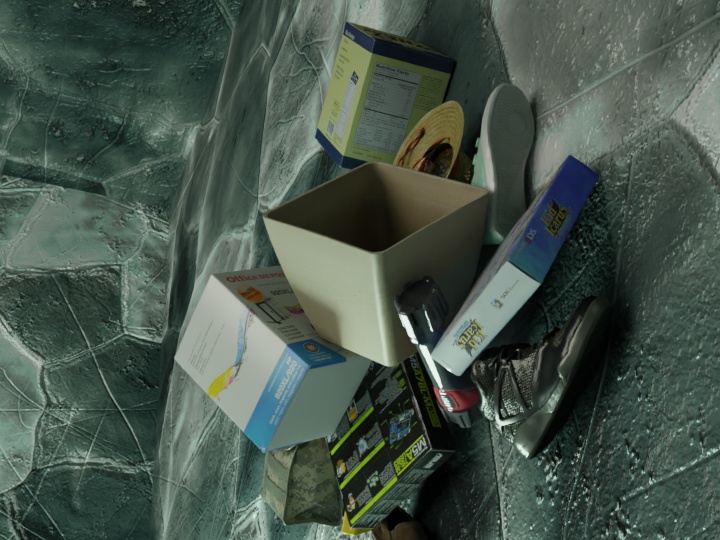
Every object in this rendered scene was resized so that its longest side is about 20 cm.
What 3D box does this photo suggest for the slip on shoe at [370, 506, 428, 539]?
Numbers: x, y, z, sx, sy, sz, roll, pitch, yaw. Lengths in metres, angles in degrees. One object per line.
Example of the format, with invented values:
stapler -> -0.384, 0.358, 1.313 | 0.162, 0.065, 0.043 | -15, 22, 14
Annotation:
slip on shoe -> 0.060, 0.352, 1.380 | 0.200, 0.076, 0.061 | -162, 81, -79

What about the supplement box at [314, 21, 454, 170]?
supplement box -> 0.032, -0.269, 1.714 | 0.200, 0.134, 0.201 | -125, 49, -65

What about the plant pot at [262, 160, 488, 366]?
plant pot -> 0.026, -0.003, 1.319 | 0.199, 0.199, 0.178 | 20, 128, 41

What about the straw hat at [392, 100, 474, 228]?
straw hat -> 0.115, -0.127, 1.456 | 0.201, 0.085, 0.202 | -49, 26, 35

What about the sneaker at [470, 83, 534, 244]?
sneaker -> 0.156, -0.129, 1.356 | 0.118, 0.073, 0.202 | -15, 68, 63

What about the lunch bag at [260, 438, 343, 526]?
lunch bag -> -0.090, 0.298, 1.762 | 0.164, 0.117, 0.201 | -163, 80, -70

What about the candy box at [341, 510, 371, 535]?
candy box -> 0.019, 0.269, 1.528 | 0.102, 0.026, 0.201 | 15, -96, -65

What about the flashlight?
flashlight -> 0.098, 0.094, 1.250 | 0.068, 0.068, 0.201 | -117, 2, -55

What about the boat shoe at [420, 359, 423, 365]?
boat shoe -> 0.079, 0.151, 1.444 | 0.075, 0.062, 0.201 | 49, 123, 49

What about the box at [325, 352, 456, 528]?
box -> 0.027, 0.204, 1.411 | 0.200, 0.047, 0.194 | -51, 45, 36

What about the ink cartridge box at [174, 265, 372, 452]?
ink cartridge box -> -0.115, 0.111, 1.420 | 0.200, 0.147, 0.145 | 40, 116, 28

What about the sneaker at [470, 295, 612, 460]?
sneaker -> 0.178, 0.092, 1.111 | 0.114, 0.076, 0.200 | 38, 128, 21

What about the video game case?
video game case -> 0.168, -0.005, 1.162 | 0.200, 0.045, 0.182 | -53, -4, -42
